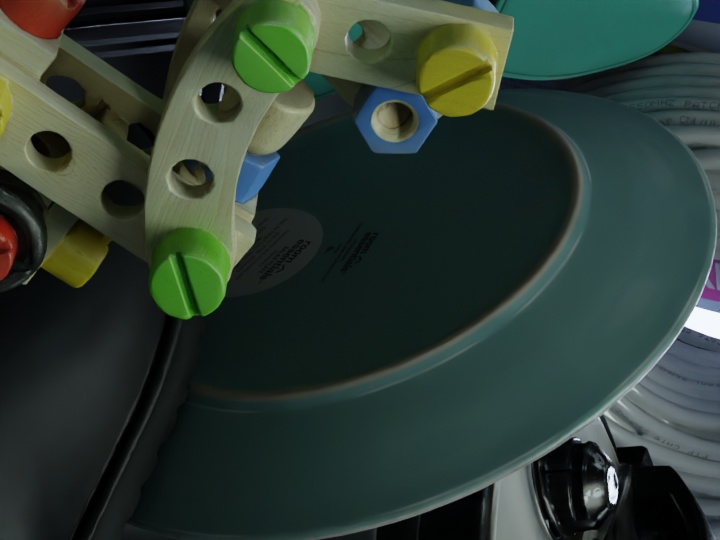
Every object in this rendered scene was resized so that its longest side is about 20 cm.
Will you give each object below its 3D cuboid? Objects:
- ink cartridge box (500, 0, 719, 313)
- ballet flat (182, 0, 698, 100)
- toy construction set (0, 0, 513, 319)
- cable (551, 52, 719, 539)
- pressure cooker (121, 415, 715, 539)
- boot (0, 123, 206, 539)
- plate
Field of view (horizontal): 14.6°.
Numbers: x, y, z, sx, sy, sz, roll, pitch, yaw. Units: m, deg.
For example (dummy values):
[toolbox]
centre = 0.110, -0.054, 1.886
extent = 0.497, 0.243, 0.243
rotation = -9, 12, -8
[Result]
[ink cartridge box]
centre = 0.091, -0.075, 1.002
extent = 0.042, 0.119, 0.200
rotation = -53, 147, -38
[ballet flat]
centre = 0.022, -0.096, 0.882
extent = 0.200, 0.072, 0.068
rotation = -13, 145, -39
[toy construction set]
centre = -0.075, -0.068, 0.639
extent = 0.131, 0.200, 0.092
rotation = -48, -176, 27
[cable]
centre = 0.126, 0.015, 0.986
extent = 0.069, 0.199, 0.200
rotation = -69, 161, -45
[pressure cooker]
centre = 0.004, 0.110, 0.806
extent = 0.179, 0.199, 0.176
rotation = 46, 41, -58
[boot]
centre = -0.118, 0.016, 0.691
extent = 0.168, 0.076, 0.201
rotation = 46, 53, -52
[plate]
centre = 0.000, 0.000, 0.787
extent = 0.200, 0.200, 0.026
rotation = -52, 134, -37
